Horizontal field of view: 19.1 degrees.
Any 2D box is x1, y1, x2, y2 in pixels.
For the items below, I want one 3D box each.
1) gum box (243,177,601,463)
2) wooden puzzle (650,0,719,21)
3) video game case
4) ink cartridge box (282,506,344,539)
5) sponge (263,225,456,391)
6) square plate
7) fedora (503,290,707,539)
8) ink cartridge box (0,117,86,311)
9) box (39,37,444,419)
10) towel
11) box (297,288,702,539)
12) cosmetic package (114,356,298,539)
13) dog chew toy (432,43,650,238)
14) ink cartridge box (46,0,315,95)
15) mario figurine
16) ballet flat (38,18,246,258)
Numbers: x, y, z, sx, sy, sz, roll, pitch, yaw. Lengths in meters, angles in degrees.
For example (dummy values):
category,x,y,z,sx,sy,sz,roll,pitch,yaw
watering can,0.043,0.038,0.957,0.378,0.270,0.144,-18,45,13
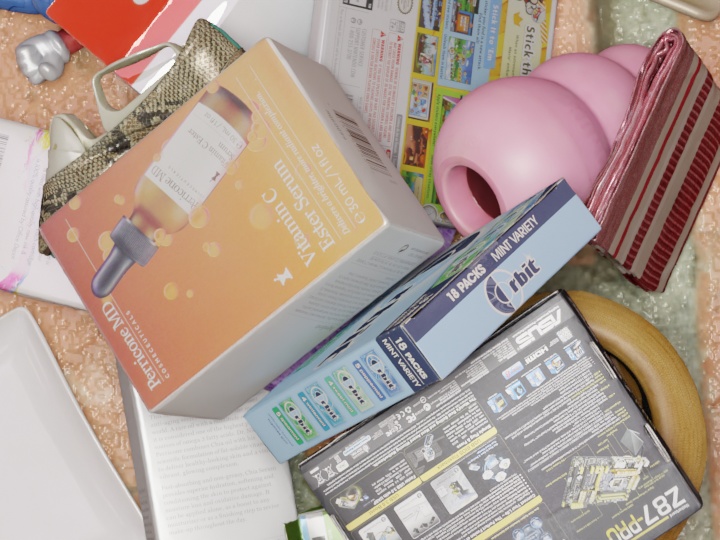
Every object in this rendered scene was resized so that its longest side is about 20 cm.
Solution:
category,x,y,z,sx,sy,sz,roll,pitch,yaw
gum box,0.037,0.034,1.344,0.045,0.200,0.170,52,53,-3
wooden puzzle,0.204,-0.299,1.515,0.184,0.037,0.201,23,85,6
video game case,0.048,-0.133,1.478,0.181,0.023,0.201,10,82,-25
ink cartridge box,0.006,0.226,1.406,0.075,0.200,0.149,-12,85,3
sponge,0.000,0.000,1.475,0.111,0.030,0.201,24,76,-23
square plate,-0.272,0.160,1.517,0.197,0.028,0.201,-30,84,1
fedora,0.128,0.112,1.383,0.199,0.082,0.202,0,93,7
ink cartridge box,-0.212,-0.036,1.509,0.199,0.067,0.118,15,86,6
box,-0.076,-0.022,1.375,0.200,0.106,0.153,-39,72,13
towel,0.199,-0.067,1.422,0.023,0.200,0.145,24,88,23
box,0.086,0.131,1.322,0.200,0.049,0.162,-35,85,7
cosmetic package,-0.103,0.140,1.475,0.101,0.071,0.201,-8,85,-13
dog chew toy,0.144,-0.090,1.447,0.200,0.125,0.125,-32,83,-31
ink cartridge box,-0.091,-0.172,1.460,0.163,0.200,0.057,-51,46,-1
mario figurine,-0.197,-0.195,1.497,0.199,0.124,0.107,10,67,9
ballet flat,-0.159,-0.096,1.426,0.200,0.068,0.075,-40,94,17
